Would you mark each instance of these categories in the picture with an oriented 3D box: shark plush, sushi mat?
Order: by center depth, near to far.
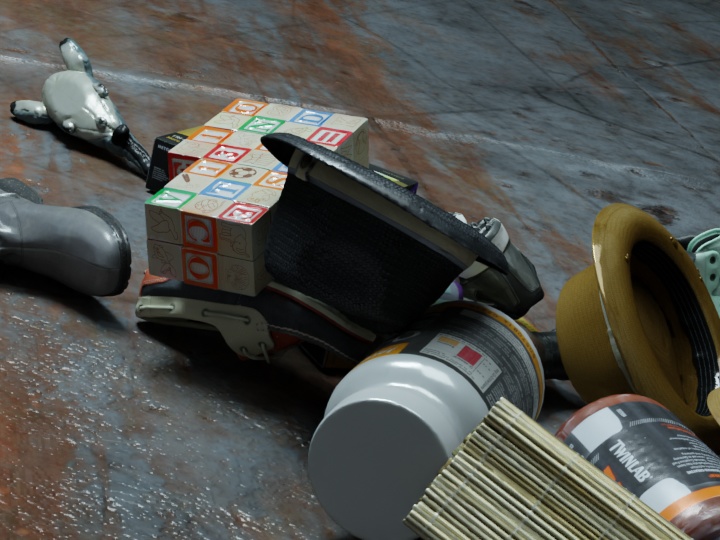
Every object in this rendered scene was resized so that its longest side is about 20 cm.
[{"bbox_3d":[0.127,0.165,1.117,0.200,0.096,0.012,36,-2,21],"label":"sushi mat"},{"bbox_3d":[-0.240,-0.149,1.851,0.200,0.091,0.083,24,-9,41],"label":"shark plush"}]

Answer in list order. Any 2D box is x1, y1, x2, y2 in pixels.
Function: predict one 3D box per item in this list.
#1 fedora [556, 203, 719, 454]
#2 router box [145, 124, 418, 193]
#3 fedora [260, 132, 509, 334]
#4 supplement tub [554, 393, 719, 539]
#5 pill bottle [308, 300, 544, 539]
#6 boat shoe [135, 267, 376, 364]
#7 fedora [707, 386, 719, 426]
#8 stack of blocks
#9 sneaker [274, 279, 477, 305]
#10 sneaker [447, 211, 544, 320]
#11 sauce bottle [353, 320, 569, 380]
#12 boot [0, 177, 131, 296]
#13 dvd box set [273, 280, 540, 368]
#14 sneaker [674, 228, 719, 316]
[{"bbox_3d":[0.204,0.053,1.451,0.082,0.201,0.200,-24,-2,32],"label":"fedora"},{"bbox_3d":[-0.070,-0.078,1.780,0.200,0.052,0.157,22,20,21],"label":"router box"},{"bbox_3d":[0.000,-0.014,1.309,0.200,0.092,0.201,29,-1,0],"label":"fedora"},{"bbox_3d":[0.195,0.162,1.200,0.107,0.107,0.200,5,20,-23],"label":"supplement tub"},{"bbox_3d":[0.043,0.097,1.265,0.116,0.117,0.200,19,19,14],"label":"pill bottle"},{"bbox_3d":[-0.079,0.035,1.420,0.200,0.063,0.071,20,-8,29],"label":"boat shoe"},{"bbox_3d":[0.327,0.148,1.368,0.200,0.082,0.201,12,20,-5],"label":"fedora"},{"bbox_3d":[-0.085,-0.058,1.445,0.115,0.059,0.200,10,29,21],"label":"stack of blocks"},{"bbox_3d":[0.000,0.000,1.501,0.087,0.075,0.200,14,12,-42],"label":"sneaker"},{"bbox_3d":[0.092,0.004,1.548,0.091,0.066,0.200,46,-8,-11],"label":"sneaker"},{"bbox_3d":[0.089,0.068,1.457,0.200,0.065,0.065,-2,24,-37],"label":"sauce bottle"},{"bbox_3d":[-0.275,-0.017,1.466,0.131,0.070,0.200,-10,19,-44],"label":"boot"},{"bbox_3d":[0.032,0.038,1.553,0.200,0.029,0.146,2,21,-29],"label":"dvd box set"},{"bbox_3d":[0.319,0.031,1.641,0.200,0.118,0.074,11,17,-13],"label":"sneaker"}]
